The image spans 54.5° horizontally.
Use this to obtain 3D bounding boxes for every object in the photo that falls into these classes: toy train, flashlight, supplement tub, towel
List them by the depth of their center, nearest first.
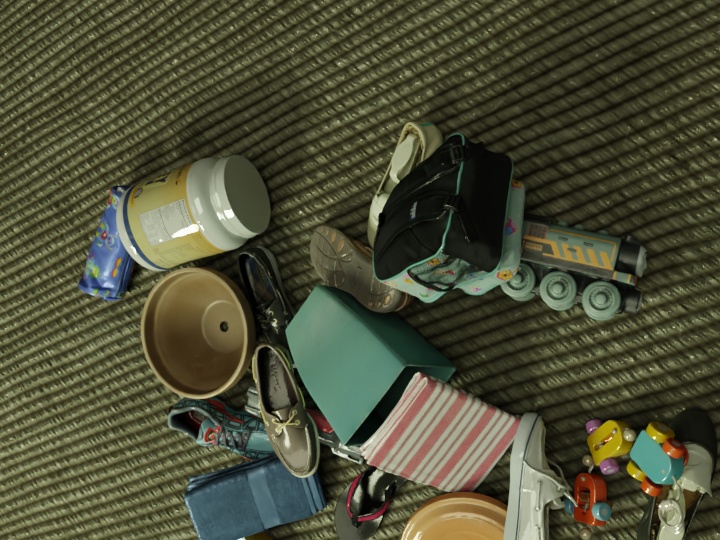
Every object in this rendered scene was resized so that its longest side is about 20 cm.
[{"bbox_3d":[0.336,0.260,0.865,0.200,0.055,0.151,148,128,-63],"label":"toy train"},{"bbox_3d":[0.264,-0.006,0.900,0.199,0.085,0.114,14,88,21],"label":"toy train"},{"bbox_3d":[0.114,0.223,0.938,0.147,0.200,0.030,-55,29,15],"label":"towel"},{"bbox_3d":[-0.074,0.219,1.059,0.199,0.068,0.068,17,135,17],"label":"flashlight"},{"bbox_3d":[-0.157,0.341,1.059,0.199,0.049,0.112,-16,102,-9],"label":"towel"},{"bbox_3d":[-0.253,-0.089,1.073,0.199,0.144,0.145,-15,87,22],"label":"supplement tub"}]

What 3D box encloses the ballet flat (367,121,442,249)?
[{"bbox_3d":[0.051,-0.117,0.988,0.069,0.069,0.201,26,102,19],"label":"ballet flat"}]

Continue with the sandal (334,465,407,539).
[{"bbox_3d":[0.018,0.327,1.033,0.075,0.045,0.200,38,105,16],"label":"sandal"}]

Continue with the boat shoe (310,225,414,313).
[{"bbox_3d":[0.000,0.000,1.012,0.200,0.072,0.076,43,112,37],"label":"boat shoe"}]

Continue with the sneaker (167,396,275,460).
[{"bbox_3d":[-0.216,0.258,1.098,0.199,0.095,0.080,15,99,19],"label":"sneaker"}]

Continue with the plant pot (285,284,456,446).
[{"bbox_3d":[-0.001,0.119,0.981,0.200,0.141,0.141,46,108,32],"label":"plant pot"}]

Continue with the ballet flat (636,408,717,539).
[{"bbox_3d":[0.397,0.273,0.861,0.068,0.068,0.201,13,98,10],"label":"ballet flat"}]

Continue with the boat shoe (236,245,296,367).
[{"bbox_3d":[-0.142,0.058,1.080,0.068,0.057,0.201,-25,83,21],"label":"boat shoe"}]

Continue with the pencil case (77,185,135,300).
[{"bbox_3d":[-0.406,-0.045,1.172,0.087,0.078,0.201,35,107,41],"label":"pencil case"}]

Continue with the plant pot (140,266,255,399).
[{"bbox_3d":[-0.239,0.094,1.102,0.200,0.093,0.202,1,93,23],"label":"plant pot"}]

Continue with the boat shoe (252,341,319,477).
[{"bbox_3d":[-0.111,0.199,1.007,0.072,0.060,0.201,-17,76,2],"label":"boat shoe"}]

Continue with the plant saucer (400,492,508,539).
[{"bbox_3d":[0.151,0.406,0.969,0.199,0.032,0.201,3,102,14],"label":"plant saucer"}]

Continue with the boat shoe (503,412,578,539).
[{"bbox_3d":[0.238,0.288,0.901,0.086,0.075,0.203,1,69,28],"label":"boat shoe"}]

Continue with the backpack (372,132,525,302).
[{"bbox_3d":[0.106,-0.052,0.884,0.200,0.153,0.176,-26,49,51],"label":"backpack"}]

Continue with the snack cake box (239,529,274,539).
[{"bbox_3d":[-0.172,0.494,1.108,0.115,0.067,0.200,-39,78,18],"label":"snack cake box"}]
